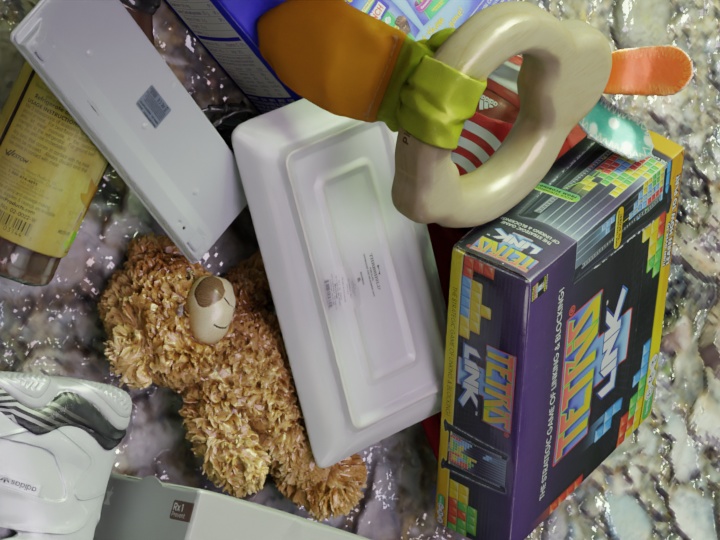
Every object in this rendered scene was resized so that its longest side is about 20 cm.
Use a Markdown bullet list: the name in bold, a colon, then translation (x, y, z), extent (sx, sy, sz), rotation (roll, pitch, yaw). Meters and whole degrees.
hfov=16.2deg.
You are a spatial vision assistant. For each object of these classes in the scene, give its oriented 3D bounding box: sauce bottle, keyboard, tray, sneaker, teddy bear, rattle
- **sauce bottle**: translation (-0.146, -0.091, 1.306), extent (0.064, 0.065, 0.201), rotation (23, 99, -32)
- **keyboard**: translation (-0.112, -0.078, 1.296), extent (0.056, 0.011, 0.200), rotation (-54, 141, -16)
- **tray**: translation (0.000, 0.000, 1.389), extent (0.107, 0.022, 0.202), rotation (-24, 109, -28)
- **sneaker**: translation (0.099, -0.056, 1.495), extent (0.200, 0.078, 0.116), rotation (26, 95, -54)
- **sneaker**: translation (-0.208, 0.107, 1.296), extent (0.199, 0.075, 0.116), rotation (8, 84, -37)
- **teddy bear**: translation (-0.054, 0.056, 1.404), extent (0.145, 0.067, 0.201), rotation (-48, 116, -27)
- **rattle**: translation (0.065, -0.105, 1.380), extent (0.199, 0.142, 0.131), rotation (-28, 119, -39)

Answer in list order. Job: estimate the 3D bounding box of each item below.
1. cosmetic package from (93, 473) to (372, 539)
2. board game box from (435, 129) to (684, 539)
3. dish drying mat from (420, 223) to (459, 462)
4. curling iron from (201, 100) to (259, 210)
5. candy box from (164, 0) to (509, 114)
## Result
- **cosmetic package**: translation (-0.045, 0.177, 1.392), extent (0.199, 0.107, 0.091), rotation (17, 81, -31)
- **board game box**: translation (0.114, 0.038, 1.451), extent (0.165, 0.056, 0.201), rotation (-40, 143, -41)
- **dish drying mat**: translation (0.047, 0.030, 1.484), extent (0.077, 0.018, 0.201), rotation (-40, 119, -35)
- **curling iron**: translation (-0.025, -0.032, 1.442), extent (0.200, 0.026, 0.050), rotation (38, 91, -32)
- **candy box**: translation (-0.021, -0.181, 1.413), extent (0.169, 0.077, 0.200), rotation (-50, 118, -19)
